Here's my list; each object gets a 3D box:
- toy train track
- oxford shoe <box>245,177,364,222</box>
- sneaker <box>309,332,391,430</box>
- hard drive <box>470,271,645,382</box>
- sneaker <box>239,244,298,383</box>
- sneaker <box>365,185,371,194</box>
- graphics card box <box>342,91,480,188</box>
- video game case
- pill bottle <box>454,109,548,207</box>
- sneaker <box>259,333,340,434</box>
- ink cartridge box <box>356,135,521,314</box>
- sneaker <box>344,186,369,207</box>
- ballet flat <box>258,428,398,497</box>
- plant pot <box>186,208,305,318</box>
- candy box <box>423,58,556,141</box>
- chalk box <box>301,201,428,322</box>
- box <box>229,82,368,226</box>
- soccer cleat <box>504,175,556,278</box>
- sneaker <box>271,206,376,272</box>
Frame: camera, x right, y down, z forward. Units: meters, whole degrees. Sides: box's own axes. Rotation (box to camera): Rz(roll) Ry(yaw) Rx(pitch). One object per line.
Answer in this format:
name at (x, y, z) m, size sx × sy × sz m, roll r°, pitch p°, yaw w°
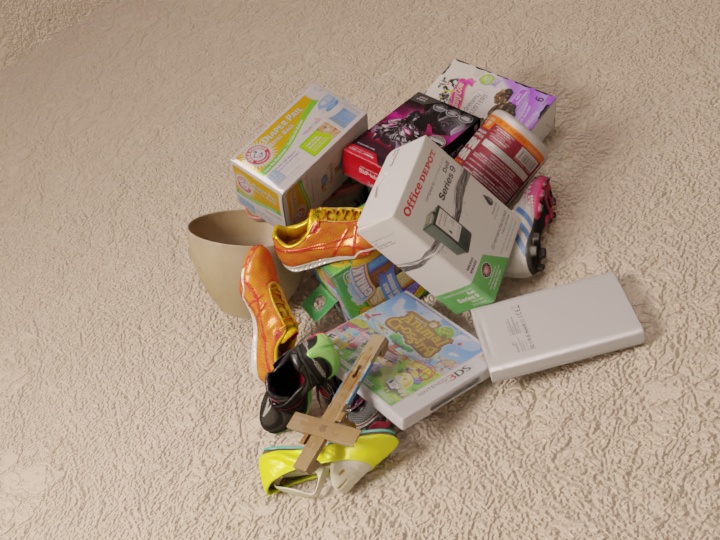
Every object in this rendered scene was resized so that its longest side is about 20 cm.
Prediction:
toy train track at (-0.018, 0.169, 1.307) m, size 0.114 × 0.033 × 0.201 m, roll 8°, pitch 56°, yaw 42°
oxford shoe at (-0.083, -0.107, 1.661) m, size 0.197 × 0.074 × 0.071 m, roll -16°, pitch 58°, yaw -9°
sneaker at (-0.024, 0.159, 1.411) m, size 0.080 × 0.075 × 0.200 m, roll -33°, pitch 36°, yaw -9°
hard drive at (0.251, 0.071, 1.365) m, size 0.197 × 0.027 × 0.133 m, roll -15°, pitch 36°, yaw 3°
sneaker at (-0.121, 0.063, 1.503) m, size 0.076 × 0.203 × 0.073 m, roll -6°, pitch 8°, yaw 33°
sneaker at (0.074, -0.168, 1.755) m, size 0.086 × 0.077 × 0.200 m, roll 2°, pitch 21°, yaw 16°
graphics card box at (0.079, -0.190, 1.604) m, size 0.125 × 0.051 × 0.200 m, roll 28°, pitch 49°, yaw 29°
video game case at (0.059, 0.111, 1.392) m, size 0.181 × 0.022 × 0.199 m, roll -26°, pitch 41°, yaw -30°
pill bottle at (0.181, -0.131, 1.579) m, size 0.201 × 0.109 × 0.110 m, roll -50°, pitch 36°, yaw 3°
sneaker at (-0.099, 0.150, 1.389) m, size 0.083 × 0.201 × 0.077 m, roll -13°, pitch 59°, yaw -36°
ink cartridge box at (0.109, -0.061, 1.434) m, size 0.084 × 0.199 × 0.147 m, roll -20°, pitch 40°, yaw 51°
sneaker at (-0.005, -0.075, 1.713) m, size 0.114 × 0.075 × 0.201 m, roll 16°, pitch 63°, yaw 38°
ballet flat at (-0.041, 0.249, 1.328) m, size 0.197 × 0.067 × 0.068 m, roll -13°, pitch 58°, yaw 24°
plant pot at (-0.169, -0.004, 1.638) m, size 0.197 × 0.137 × 0.201 m, roll 2°, pitch 18°, yaw -1°
candy box at (0.196, -0.245, 1.735) m, size 0.198 × 0.072 × 0.168 m, roll 26°, pitch 58°, yaw 24°
chalk box at (0.000, 0.000, 1.556) m, size 0.199 × 0.125 × 0.125 m, roll -33°, pitch 35°, yaw -10°
box at (-0.089, -0.169, 1.595) m, size 0.112 × 0.102 × 0.200 m, roll 31°, pitch 62°, yaw 23°
soccer cleat at (0.232, -0.068, 1.540) m, size 0.085 × 0.070 × 0.201 m, roll -6°, pitch 40°, yaw 26°
sneaker at (-0.032, -0.056, 1.476) m, size 0.197 × 0.078 × 0.073 m, roll -18°, pitch 33°, yaw 12°
